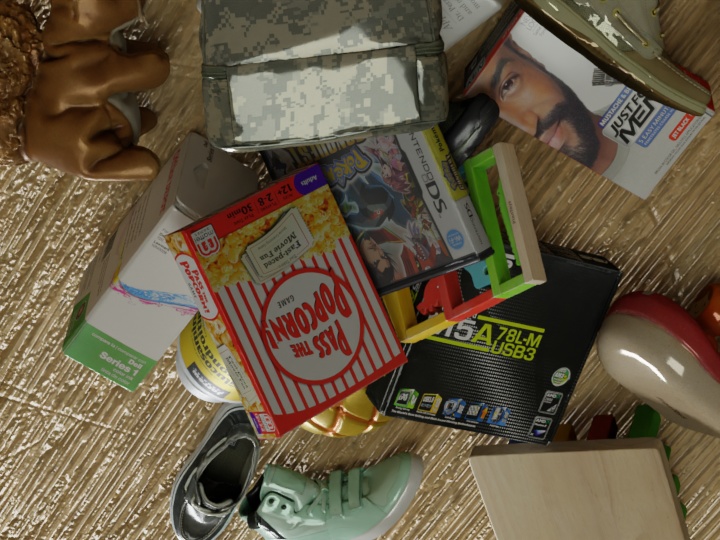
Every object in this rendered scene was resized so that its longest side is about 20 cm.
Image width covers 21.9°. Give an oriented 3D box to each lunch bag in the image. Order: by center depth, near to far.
[{"bbox_3d":[-0.028,-0.190,1.433,0.200,0.139,0.168,-5,104,4],"label":"lunch bag"}]

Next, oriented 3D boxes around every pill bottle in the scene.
[{"bbox_3d":[-0.109,0.062,1.767,0.112,0.112,0.200,26,153,-13],"label":"pill bottle"}]

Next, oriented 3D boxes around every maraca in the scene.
[{"bbox_3d":[0.012,0.096,1.826,0.200,0.107,0.137,-26,155,3],"label":"maraca"}]

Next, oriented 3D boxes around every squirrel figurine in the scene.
[{"bbox_3d":[-0.267,-0.189,1.645,0.200,0.142,0.187,0,116,0],"label":"squirrel figurine"}]

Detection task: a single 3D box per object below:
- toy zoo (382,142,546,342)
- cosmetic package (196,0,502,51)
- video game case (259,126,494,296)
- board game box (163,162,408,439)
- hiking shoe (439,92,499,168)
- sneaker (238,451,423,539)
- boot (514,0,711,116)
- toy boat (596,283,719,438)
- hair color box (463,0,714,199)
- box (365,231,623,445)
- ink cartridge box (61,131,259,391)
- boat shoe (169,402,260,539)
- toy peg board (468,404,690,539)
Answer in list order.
[{"bbox_3d":[0.075,-0.018,1.674,0.020,0.131,0.200,4,156,-43],"label":"toy zoo"},{"bbox_3d":[-0.006,-0.252,1.570,0.200,0.165,0.165,-34,113,22],"label":"cosmetic package"},{"bbox_3d":[0.008,-0.069,1.665,0.200,0.025,0.181,-20,96,45],"label":"video game case"},{"bbox_3d":[-0.064,0.026,1.645,0.046,0.151,0.200,-11,106,59],"label":"board game box"},{"bbox_3d":[0.034,-0.128,1.672,0.200,0.076,0.101,-21,115,44],"label":"hiking shoe"},{"bbox_3d":[-0.036,0.231,1.927,0.200,0.074,0.118,-36,120,25],"label":"sneaker"},{"bbox_3d":[0.248,-0.239,1.588,0.200,0.072,0.155,35,90,-9],"label":"boot"},{"bbox_3d":[0.324,0.072,1.794,0.200,0.130,0.131,36,76,-39],"label":"toy boat"},{"bbox_3d":[0.205,-0.162,1.677,0.200,0.064,0.111,28,120,-12],"label":"hair color box"},{"bbox_3d":[0.127,0.060,1.771,0.200,0.048,0.193,13,110,-27],"label":"box"},{"bbox_3d":[-0.186,-0.009,1.745,0.084,0.145,0.200,32,118,-17],"label":"ink cartridge box"},{"bbox_3d":[-0.154,0.221,1.932,0.072,0.071,0.200,17,122,-8],"label":"boat shoe"},{"bbox_3d":[0.242,0.233,1.922,0.199,0.098,0.200,-5,123,25],"label":"toy peg board"}]
